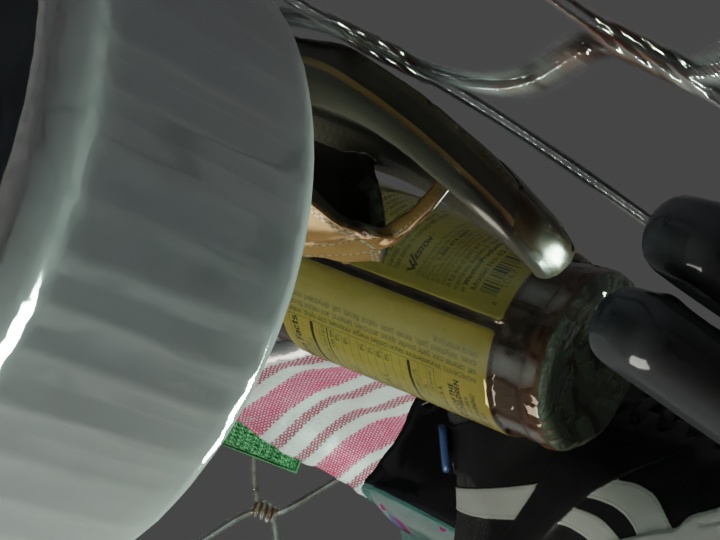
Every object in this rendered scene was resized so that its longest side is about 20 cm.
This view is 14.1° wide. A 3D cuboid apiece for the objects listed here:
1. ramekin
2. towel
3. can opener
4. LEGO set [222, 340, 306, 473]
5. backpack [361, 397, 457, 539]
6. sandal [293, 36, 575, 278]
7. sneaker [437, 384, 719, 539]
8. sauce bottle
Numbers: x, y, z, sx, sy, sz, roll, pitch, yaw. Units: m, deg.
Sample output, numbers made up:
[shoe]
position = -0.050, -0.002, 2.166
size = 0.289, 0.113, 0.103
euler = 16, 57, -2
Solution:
[ramekin]
position = -0.103, -0.015, 0.749
size = 0.098, 0.201, 0.200
euler = 23, -179, -38
[towel]
position = 0.049, 0.072, 1.265
size = 0.146, 0.030, 0.200
euler = -22, 141, 34
[can opener]
position = 0.133, 0.046, 0.762
size = 0.200, 0.053, 0.067
euler = 34, 174, -27
[LEGO set]
position = -0.067, -0.009, 1.322
size = 0.199, 0.116, 0.154
euler = 16, 144, 8
[backpack]
position = 0.114, 0.122, 1.146
size = 0.176, 0.154, 0.200
euler = 19, 176, 44
[sandal]
position = -0.020, -0.036, 0.835
size = 0.200, 0.055, 0.082
euler = 28, 175, 33
[sneaker]
position = 0.093, 0.049, 0.971
size = 0.073, 0.112, 0.200
euler = -2, 165, -42
[sauce bottle]
position = 0.000, 0.000, 0.977
size = 0.200, 0.065, 0.065
euler = 23, 172, 36
